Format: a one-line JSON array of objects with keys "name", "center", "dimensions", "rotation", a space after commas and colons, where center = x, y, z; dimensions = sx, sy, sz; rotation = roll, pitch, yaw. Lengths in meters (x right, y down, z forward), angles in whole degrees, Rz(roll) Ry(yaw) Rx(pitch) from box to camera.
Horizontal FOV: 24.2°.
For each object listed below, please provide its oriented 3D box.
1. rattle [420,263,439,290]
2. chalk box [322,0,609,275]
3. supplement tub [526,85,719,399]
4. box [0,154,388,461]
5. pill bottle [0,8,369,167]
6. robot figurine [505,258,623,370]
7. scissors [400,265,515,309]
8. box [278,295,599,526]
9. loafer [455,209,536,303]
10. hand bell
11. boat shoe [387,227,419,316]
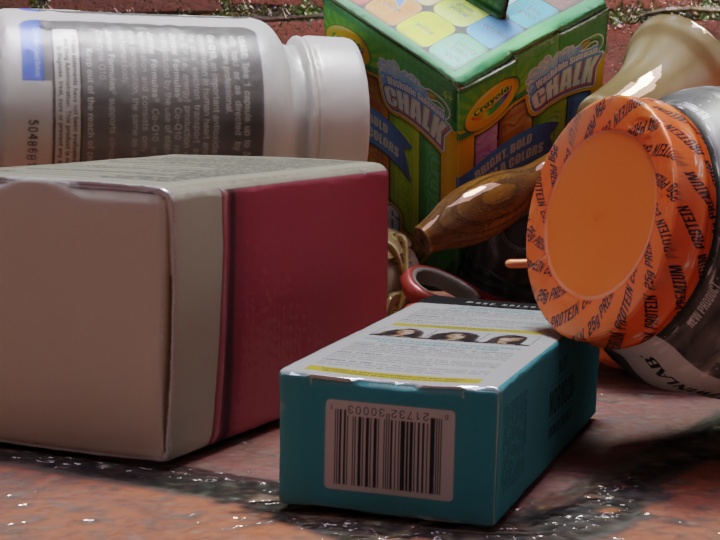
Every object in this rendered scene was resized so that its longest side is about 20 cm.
[{"name": "rattle", "center": [0.065, -0.044, 1.098], "dimensions": [0.130, 0.144, 0.200], "rotation": [14, -4, -21]}, {"name": "chalk box", "center": [0.061, -0.117, 1.002], "dimensions": [0.124, 0.201, 0.125], "rotation": [-31, 49, -27]}, {"name": "supplement tub", "center": [0.175, -0.005, 0.689], "dimensions": [0.199, 0.123, 0.122], "rotation": [9, 2, -28]}, {"name": "box", "center": [-0.085, 0.007, 0.750], "dimensions": [0.127, 0.110, 0.200], "rotation": [4, 8, 26]}, {"name": "pill bottle", "center": [-0.102, -0.083, 0.920], "dimensions": [0.199, 0.115, 0.114], "rotation": [0, 7, -16]}, {"name": "robot figurine", "center": [0.179, -0.006, 0.872], "dimensions": [0.199, 0.117, 0.144], "rotation": [-2, 46, -26]}, {"name": "scissors", "center": [0.110, 0.035, 0.929], "dimensions": [0.199, 0.014, 0.073], "rotation": [13, 28, -20]}, {"name": "box", "center": [0.038, 0.049, 0.666], "dimensions": [0.082, 0.049, 0.200], "rotation": [4, 8, 18]}, {"name": "loafer", "center": [0.156, -0.011, 0.997], "dimensions": [0.199, 0.073, 0.073], "rotation": [-1, 29, -26]}, {"name": "hand bell", "center": [0.111, -0.056, 0.930], "dimensions": [0.199, 0.105, 0.104], "rotation": [-28, 19, -25]}, {"name": "boat shoe", "center": [0.000, 0.000, 0.966], "dimensions": [0.069, 0.074, 0.200], "rotation": [-6, 7, -4]}]
